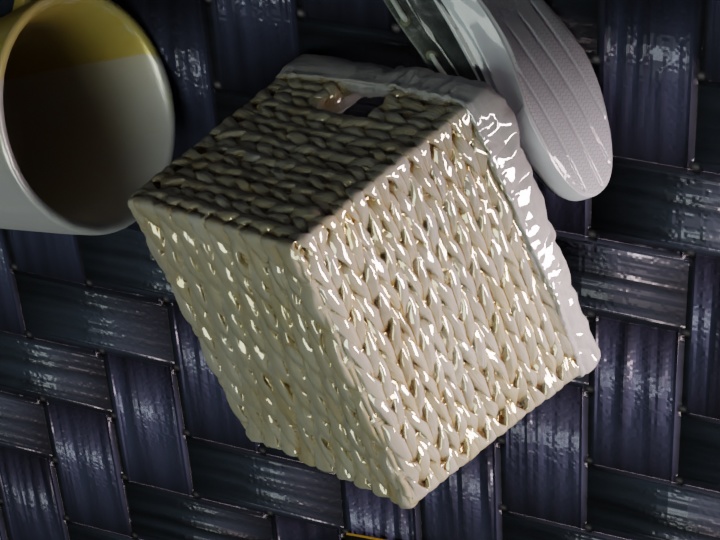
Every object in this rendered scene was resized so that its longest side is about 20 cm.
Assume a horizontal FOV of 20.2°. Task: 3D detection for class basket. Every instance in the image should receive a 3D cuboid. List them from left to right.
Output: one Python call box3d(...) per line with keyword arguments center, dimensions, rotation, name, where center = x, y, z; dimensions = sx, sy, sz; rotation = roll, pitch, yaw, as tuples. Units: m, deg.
box3d(center=(0.000, 0.000, 1.183), dimensions=(0.198, 0.160, 0.201), rotation=(17, 137, 52), name="basket")

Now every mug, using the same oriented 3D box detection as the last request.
box3d(center=(-0.218, -0.108, 1.294), dimensions=(0.152, 0.188, 0.149), rotation=(-6, 156, 41), name="mug")

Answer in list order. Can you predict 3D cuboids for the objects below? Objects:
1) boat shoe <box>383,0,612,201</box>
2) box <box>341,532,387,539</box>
box3d(center=(0.074, -0.125, 1.161), dimensions=(0.071, 0.072, 0.201), rotation=(-21, 104, 47), name="boat shoe")
box3d(center=(0.063, 0.295, 1.505), dimensions=(0.158, 0.049, 0.201), rotation=(6, 128, 20), name="box")
